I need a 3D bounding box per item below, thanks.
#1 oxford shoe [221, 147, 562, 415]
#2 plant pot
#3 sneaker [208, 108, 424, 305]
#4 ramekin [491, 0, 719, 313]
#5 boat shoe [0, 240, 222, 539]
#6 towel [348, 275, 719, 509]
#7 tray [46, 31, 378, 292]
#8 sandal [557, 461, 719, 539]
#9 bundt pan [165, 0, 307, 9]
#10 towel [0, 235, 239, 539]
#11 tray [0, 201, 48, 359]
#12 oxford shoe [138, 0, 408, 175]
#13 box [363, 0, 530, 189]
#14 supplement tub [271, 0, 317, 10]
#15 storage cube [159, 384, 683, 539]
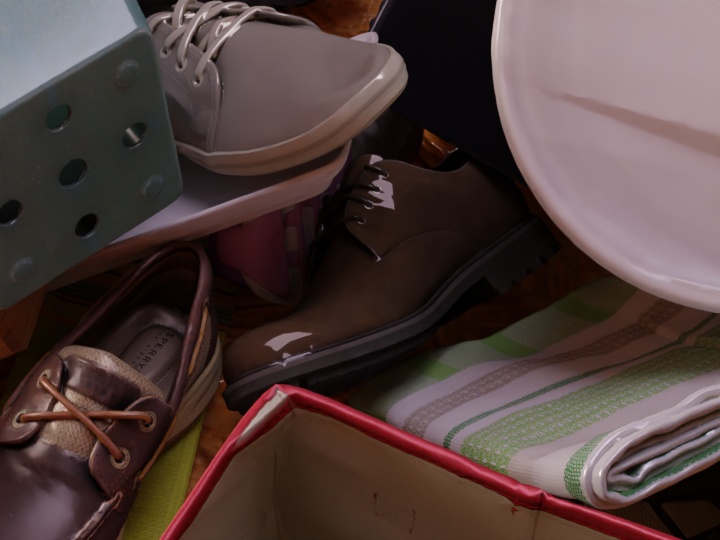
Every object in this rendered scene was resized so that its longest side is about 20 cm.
[{"bbox_3d":[0.000,0.000,0.857,0.200,0.073,0.084,-33,93,-48],"label":"oxford shoe"},{"bbox_3d":[-0.167,-0.086,0.781,0.141,0.141,0.200,-34,54,-23],"label":"plant pot"},{"bbox_3d":[-0.036,-0.053,0.940,0.088,0.081,0.200,13,33,14],"label":"sneaker"},{"bbox_3d":[0.150,-0.083,0.778,0.202,0.203,0.094,11,0,4],"label":"ramekin"},{"bbox_3d":[-0.106,0.057,0.762,0.072,0.072,0.200,24,40,12],"label":"boat shoe"},{"bbox_3d":[0.097,0.039,0.790,0.149,0.031,0.200,-20,14,-23],"label":"towel"},{"bbox_3d":[-0.083,-0.036,0.860,0.200,0.022,0.107,-19,32,22],"label":"tray"},{"bbox_3d":[0.155,0.071,0.831,0.201,0.080,0.057,-26,18,-35],"label":"sandal"},{"bbox_3d":[-0.078,-0.198,0.942,0.202,0.076,0.202,12,53,-17],"label":"bundt pan"},{"bbox_3d":[-0.104,0.044,0.846,0.086,0.018,0.200,8,38,1],"label":"towel"},{"bbox_3d":[-0.172,-0.026,0.865,0.099,0.037,0.200,-22,33,21],"label":"tray"},{"bbox_3d":[-0.058,-0.084,0.830,0.075,0.058,0.200,-43,31,-23],"label":"oxford shoe"},{"bbox_3d":[0.126,-0.115,0.938,0.200,0.123,0.198,30,25,3],"label":"box"},{"bbox_3d":[-0.087,-0.193,1.062,0.200,0.123,0.123,-12,43,-24],"label":"supplement tub"},{"bbox_3d":[0.009,0.174,0.554,0.171,0.180,0.200,20,52,15],"label":"storage cube"}]
